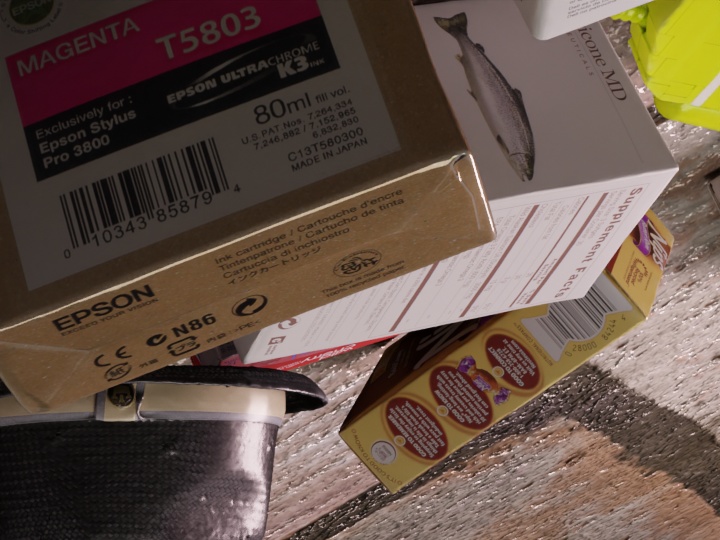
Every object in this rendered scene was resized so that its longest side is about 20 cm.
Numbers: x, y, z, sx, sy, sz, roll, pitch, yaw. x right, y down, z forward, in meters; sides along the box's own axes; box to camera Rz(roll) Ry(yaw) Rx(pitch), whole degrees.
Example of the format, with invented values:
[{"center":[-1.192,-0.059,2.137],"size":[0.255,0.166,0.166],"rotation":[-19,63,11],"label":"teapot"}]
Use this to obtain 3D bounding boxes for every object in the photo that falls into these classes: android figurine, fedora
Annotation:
[{"center":[0.219,-0.132,1.133],"size":[0.199,0.041,0.182],"rotation":[7,141,-28],"label":"android figurine"},{"center":[-0.114,0.100,1.083],"size":[0.199,0.092,0.201],"rotation":[-2,172,0],"label":"fedora"}]

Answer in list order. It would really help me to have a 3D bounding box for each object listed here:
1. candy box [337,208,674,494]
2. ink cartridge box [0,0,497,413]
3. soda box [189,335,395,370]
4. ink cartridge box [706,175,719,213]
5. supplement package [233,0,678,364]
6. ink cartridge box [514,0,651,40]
[{"center":[0.086,0.038,1.305],"size":[0.200,0.057,0.117],"rotation":[-39,-171,27],"label":"candy box"},{"center":[-0.067,-0.058,0.868],"size":[0.199,0.165,0.075],"rotation":[-21,150,2],"label":"ink cartridge box"},{"center":[0.000,0.000,1.185],"size":[0.199,0.070,0.063],"rotation":[-16,163,-18],"label":"soda box"},{"center":[0.324,-0.034,1.414],"size":[0.145,0.084,0.200],"rotation":[-31,156,14],"label":"ink cartridge box"},{"center":[0.026,-0.048,1.057],"size":[0.199,0.117,0.117],"rotation":[-11,152,-29],"label":"supplement package"},{"center":[0.126,-0.197,0.886],"size":[0.146,0.083,0.200],"rotation":[-20,157,-10],"label":"ink cartridge box"}]
